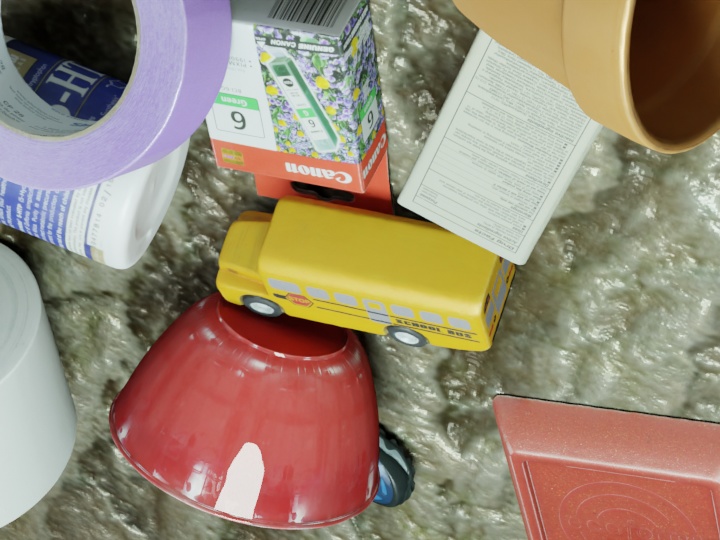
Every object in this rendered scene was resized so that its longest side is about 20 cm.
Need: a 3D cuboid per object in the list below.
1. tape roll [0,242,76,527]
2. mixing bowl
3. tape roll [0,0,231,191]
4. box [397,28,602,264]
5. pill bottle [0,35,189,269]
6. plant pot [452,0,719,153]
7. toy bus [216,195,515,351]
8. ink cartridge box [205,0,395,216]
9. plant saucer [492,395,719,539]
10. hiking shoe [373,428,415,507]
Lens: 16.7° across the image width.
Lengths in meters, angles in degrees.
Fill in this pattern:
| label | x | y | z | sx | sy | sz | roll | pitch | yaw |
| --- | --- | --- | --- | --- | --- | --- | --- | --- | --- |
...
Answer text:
| label | x | y | z | sx | sy | sz | roll | pitch | yaw |
| --- | --- | --- | --- | --- | --- | --- | --- | --- | --- |
| tape roll | -0.323 | 0.086 | 1.837 | 0.202 | 0.203 | 0.139 | 11 | 140 | 18 |
| mixing bowl | -0.067 | 0.080 | 1.720 | 0.200 | 0.200 | 0.109 | 21 | 115 | 7 |
| tape roll | -0.182 | -0.153 | 1.518 | 0.200 | 0.066 | 0.201 | 5 | 105 | 21 |
| box | 0.101 | -0.103 | 1.479 | 0.095 | 0.078 | 0.200 | 27 | 142 | -1 |
| pill bottle | -0.226 | -0.090 | 1.647 | 0.200 | 0.120 | 0.120 | 21 | 141 | 6 |
| plant pot | 0.137 | -0.178 | 1.301 | 0.140 | 0.200 | 0.200 | 24 | 145 | 31 |
| toy bus | 0.000 | 0.000 | 1.648 | 0.200 | 0.065 | 0.078 | 12 | 157 | 18 |
| ink cartridge box | -0.042 | -0.098 | 1.589 | 0.109 | 0.050 | 0.200 | 11 | 138 | 19 |
| plant saucer | 0.200 | 0.181 | 1.778 | 0.199 | 0.037 | 0.200 | 7 | 137 | 23 |
| hiking shoe | -0.058 | 0.141 | 1.838 | 0.200 | 0.087 | 0.074 | 23 | 142 | 4 |
